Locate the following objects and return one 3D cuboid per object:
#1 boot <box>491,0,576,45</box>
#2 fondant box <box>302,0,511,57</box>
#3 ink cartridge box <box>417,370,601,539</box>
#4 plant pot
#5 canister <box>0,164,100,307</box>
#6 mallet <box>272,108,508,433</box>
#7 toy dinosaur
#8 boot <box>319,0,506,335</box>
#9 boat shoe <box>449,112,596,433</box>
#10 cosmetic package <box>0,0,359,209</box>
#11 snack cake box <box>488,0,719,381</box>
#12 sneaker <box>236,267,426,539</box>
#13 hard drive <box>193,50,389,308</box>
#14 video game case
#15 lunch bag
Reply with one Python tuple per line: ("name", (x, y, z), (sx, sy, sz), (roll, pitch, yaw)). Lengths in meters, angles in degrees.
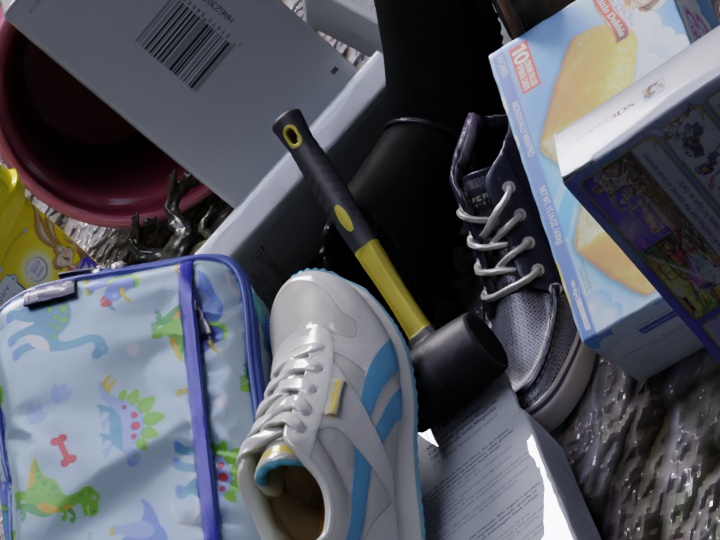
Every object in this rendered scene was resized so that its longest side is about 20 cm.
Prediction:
("boot", (0.133, -0.165, 1.393), (0.097, 0.075, 0.200), (-27, -10, 14))
("fondant box", (0.072, -0.217, 1.544), (0.144, 0.058, 0.200), (29, 70, 12))
("ink cartridge box", (0.035, 0.172, 1.229), (0.196, 0.043, 0.200), (-40, 30, 14))
("plant pot", (-0.181, -0.141, 1.727), (0.200, 0.200, 0.179), (-47, 15, -2))
("canister", (-0.215, 0.046, 1.519), (0.086, 0.200, 0.149), (2, 54, 51))
("mallet", (0.000, 0.000, 1.300), (0.066, 0.041, 0.200), (-46, 65, 14))
("toy dinosaur", (-0.126, -0.010, 1.615), (0.200, 0.047, 0.088), (-30, 61, 26))
("boot", (0.025, -0.073, 1.384), (0.073, 0.199, 0.163), (8, 48, 30))
("boat shoe", (0.082, -0.006, 1.327), (0.074, 0.093, 0.201), (-24, 38, 30))
("cosmetic package", (-0.124, -0.157, 1.540), (0.123, 0.199, 0.200), (-49, 16, 4))
("snack cake box", (0.155, -0.057, 1.273), (0.115, 0.067, 0.201), (-32, 52, 23))
("sneaker", (-0.020, 0.083, 1.228), (0.076, 0.081, 0.201), (-36, 50, 35))
("hard drive", (-0.038, -0.040, 1.497), (0.027, 0.132, 0.200), (42, 87, 15))
("video game case", (0.219, -0.036, 1.098), (0.181, 0.200, 0.046), (-34, 30, 18))
("lunch bag", (-0.115, 0.095, 1.294), (0.160, 0.082, 0.201), (-9, 69, 7))
